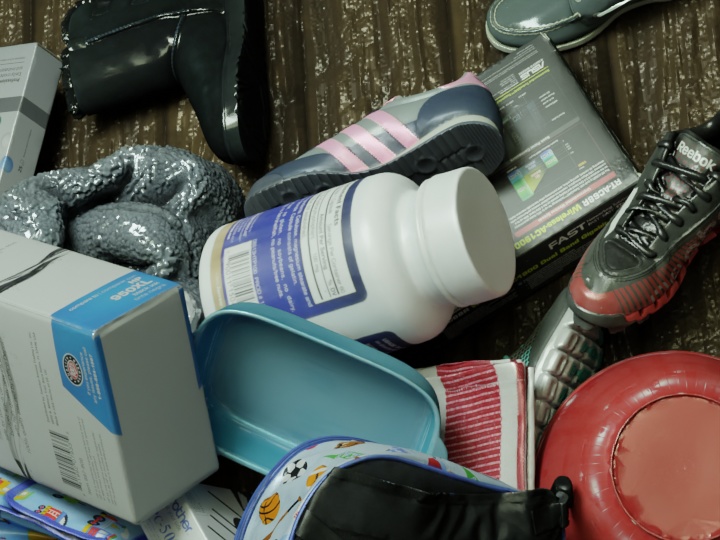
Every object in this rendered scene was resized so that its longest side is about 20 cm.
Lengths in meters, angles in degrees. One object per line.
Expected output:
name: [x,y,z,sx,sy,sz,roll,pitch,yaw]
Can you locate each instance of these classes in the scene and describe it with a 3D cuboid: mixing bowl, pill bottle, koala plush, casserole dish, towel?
mixing bowl: [0.207,0.137,1.390,0.198,0.108,0.202,-2,73,5]
pill bottle: [0.000,0.000,1.478,0.199,0.120,0.121,-17,62,26]
koala plush: [-0.146,0.028,1.560,0.182,0.178,0.201,-23,53,-5]
casserole dish: [-0.032,0.089,1.445,0.199,0.122,0.039,23,33,5]
towel: [0.035,0.139,1.479,0.199,0.023,0.146,-8,77,39]

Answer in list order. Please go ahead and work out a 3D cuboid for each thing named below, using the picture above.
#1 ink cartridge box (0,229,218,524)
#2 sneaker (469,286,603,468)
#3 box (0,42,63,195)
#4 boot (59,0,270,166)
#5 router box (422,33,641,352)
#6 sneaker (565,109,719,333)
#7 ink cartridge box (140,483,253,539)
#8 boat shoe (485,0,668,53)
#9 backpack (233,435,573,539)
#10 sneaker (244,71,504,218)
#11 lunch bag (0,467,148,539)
ink cartridge box: [-0.201,0.067,1.456,0.199,0.146,0.084,16,35,41]
sneaker: [0.100,0.093,1.500,0.091,0.078,0.201,20,74,31]
box: [-0.328,-0.080,1.732,0.155,0.041,0.202,-2,67,36]
boot: [-0.158,-0.154,1.703,0.161,0.073,0.200,-11,57,13]
router box: [0.096,-0.057,1.571,0.199,0.062,0.150,-32,60,5]
sneaker: [0.212,-0.041,1.471,0.071,0.098,0.200,36,63,28]
ink cartridge box: [-0.067,0.234,1.441,0.044,0.094,0.201,-44,59,18]
boat shoe: [0.182,-0.223,1.612,0.198,0.062,0.073,-18,62,12]
backpack: [0.011,0.192,1.342,0.154,0.190,0.202,5,72,54]
sneaker: [0.010,-0.082,1.550,0.198,0.070,0.082,-17,41,14]
lunch bag: [-0.219,0.182,1.531,0.198,0.150,0.095,8,99,17]
